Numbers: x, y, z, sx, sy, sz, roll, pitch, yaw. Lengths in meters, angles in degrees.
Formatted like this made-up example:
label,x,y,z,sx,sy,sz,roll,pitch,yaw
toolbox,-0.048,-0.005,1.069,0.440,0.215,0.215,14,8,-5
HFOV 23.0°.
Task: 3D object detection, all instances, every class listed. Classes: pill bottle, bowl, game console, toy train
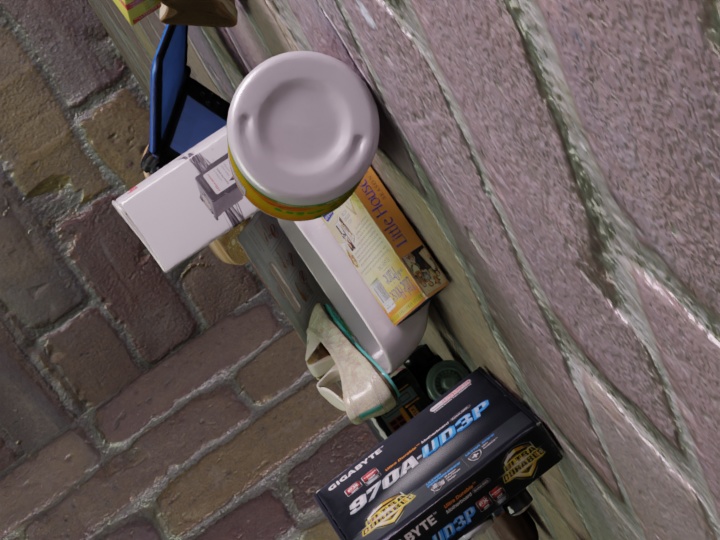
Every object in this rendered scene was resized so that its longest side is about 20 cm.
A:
label,x,y,z,sx,sy,sz,roll,pitch,yaw
pill bottle,-0.047,-0.096,1.355,0.111,0.111,0.200,55,175,1
bowl,0.000,0.000,1.725,0.200,0.074,0.200,55,175,4
game console,-0.161,-0.179,1.876,0.170,0.118,0.200,33,-148,-16
toy train,0.088,0.176,1.793,0.200,0.114,0.085,56,175,1

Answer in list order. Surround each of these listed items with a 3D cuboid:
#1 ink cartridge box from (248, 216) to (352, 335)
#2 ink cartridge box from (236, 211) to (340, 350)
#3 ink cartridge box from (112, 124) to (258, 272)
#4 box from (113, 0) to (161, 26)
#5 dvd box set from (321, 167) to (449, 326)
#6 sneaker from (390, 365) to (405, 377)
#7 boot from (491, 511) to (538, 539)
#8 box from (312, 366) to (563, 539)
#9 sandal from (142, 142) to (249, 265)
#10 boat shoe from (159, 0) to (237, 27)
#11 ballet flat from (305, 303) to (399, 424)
label,x,y,z,sx,sy,sz,roll,pitch,yaw
ink cartridge box,-0.063,-0.025,2.071,0.201,0.084,0.146,59,174,-14
ink cartridge box,-0.073,-0.013,1.897,0.160,0.047,0.200,58,-149,-19
ink cartridge box,-0.134,-0.087,1.706,0.084,0.200,0.145,56,175,-7
box,-0.236,-0.318,1.905,0.050,0.075,0.200,55,174,-1
dvd box set,-0.001,-0.051,1.563,0.200,0.029,0.146,56,166,4
sneaker,0.065,0.167,1.895,0.200,0.088,0.082,56,132,50
boot,0.159,0.270,1.990,0.187,0.064,0.201,-107,-10,-61
box,0.066,0.184,1.575,0.046,0.200,0.159,55,176,-21
sandal,-0.154,-0.075,1.939,0.069,0.078,0.212,8,151,33
boat shoe,-0.147,-0.258,1.573,0.200,0.072,0.065,69,-158,-87
ballet flat,-0.024,0.091,1.767,0.068,0.062,0.200,58,175,-28
